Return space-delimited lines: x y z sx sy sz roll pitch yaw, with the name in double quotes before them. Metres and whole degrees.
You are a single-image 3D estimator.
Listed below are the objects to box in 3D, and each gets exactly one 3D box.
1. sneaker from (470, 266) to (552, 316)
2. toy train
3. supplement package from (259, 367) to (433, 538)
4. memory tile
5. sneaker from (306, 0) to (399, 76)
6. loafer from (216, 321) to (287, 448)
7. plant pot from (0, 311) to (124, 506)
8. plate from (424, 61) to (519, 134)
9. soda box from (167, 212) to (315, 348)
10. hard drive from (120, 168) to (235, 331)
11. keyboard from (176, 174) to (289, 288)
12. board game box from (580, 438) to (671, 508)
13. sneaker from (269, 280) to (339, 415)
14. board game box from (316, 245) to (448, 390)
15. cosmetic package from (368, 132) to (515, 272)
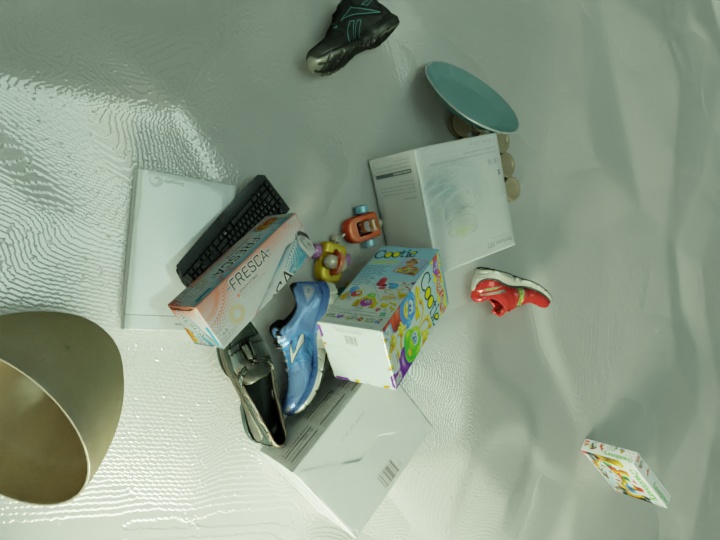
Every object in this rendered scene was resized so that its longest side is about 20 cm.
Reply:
"sneaker" 0.291 0.051 1.078 0.199 0.077 0.086 16 92 -27
"toy train" 0.000 0.000 0.871 0.150 0.055 0.202 -16 99 -34
"supplement package" -0.017 0.253 0.823 0.200 0.111 0.156 -47 114 -25
"memory tile" 0.244 -0.220 1.070 0.153 0.017 0.201 -23 103 -33
"sneaker" -0.024 -0.371 0.858 0.079 0.075 0.200 52 55 -8
"loafer" -0.140 0.152 0.753 0.072 0.063 0.201 -27 113 -36
"plant pot" -0.332 0.121 0.574 0.201 0.199 0.135 60 25 -19
"plate" 0.195 -0.302 0.977 0.199 0.026 0.201 19 42 -18
"soda box" -0.147 0.008 0.709 0.200 0.063 0.069 -50 126 -36
"hard drive" -0.236 -0.022 0.721 0.131 0.027 0.202 6 86 -35
"keyboard" -0.157 -0.026 0.759 0.200 0.020 0.127 -57 131 -32
"board game box" 0.611 0.466 1.260 0.200 0.126 0.035 47 65 -25
"sneaker" -0.094 0.110 0.802 0.089 0.079 0.202 12 89 -12
"board game box" 0.041 0.061 0.800 0.200 0.104 0.104 -49 133 -44
"cosmetic package" 0.143 -0.113 0.934 0.198 0.123 0.201 -19 102 -34
